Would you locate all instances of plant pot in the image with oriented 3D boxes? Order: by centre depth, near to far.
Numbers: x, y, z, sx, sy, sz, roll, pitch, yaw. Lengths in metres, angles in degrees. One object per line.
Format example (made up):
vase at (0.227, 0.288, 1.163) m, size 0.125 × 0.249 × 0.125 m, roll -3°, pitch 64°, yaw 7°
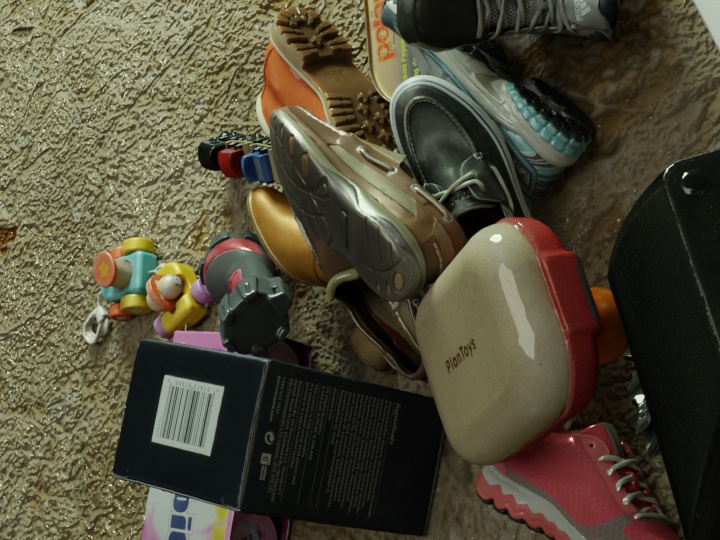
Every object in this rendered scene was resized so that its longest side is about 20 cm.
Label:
plant pot at (0.249, 0.021, 0.849) m, size 0.198 × 0.178 × 0.201 m, roll -16°, pitch 63°, yaw 7°

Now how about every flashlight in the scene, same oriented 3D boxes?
flashlight at (-0.097, 0.020, 1.251) m, size 0.200 × 0.067 × 0.068 m, roll -112°, pitch 25°, yaw -73°

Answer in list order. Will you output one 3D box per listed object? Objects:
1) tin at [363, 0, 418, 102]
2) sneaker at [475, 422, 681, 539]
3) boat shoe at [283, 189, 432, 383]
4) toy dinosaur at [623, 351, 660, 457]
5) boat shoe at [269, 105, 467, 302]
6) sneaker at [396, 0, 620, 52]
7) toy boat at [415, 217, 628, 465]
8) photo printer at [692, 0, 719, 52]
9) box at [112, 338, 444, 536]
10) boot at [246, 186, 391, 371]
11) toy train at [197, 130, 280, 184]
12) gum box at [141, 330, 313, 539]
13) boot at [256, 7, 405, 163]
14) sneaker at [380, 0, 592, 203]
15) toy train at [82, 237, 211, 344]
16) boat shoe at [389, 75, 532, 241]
tin at (0.054, -0.225, 1.266) m, size 0.111 × 0.042 × 0.202 m, roll -18°, pitch 66°, yaw 35°
sneaker at (0.160, 0.148, 1.024) m, size 0.199 × 0.073 × 0.088 m, roll 26°, pitch 94°, yaw 45°
boat shoe at (0.003, -0.004, 1.129) m, size 0.203 × 0.075 × 0.075 m, roll 49°, pitch 123°, yaw 17°
toy dinosaur at (0.247, 0.072, 0.972) m, size 0.135 × 0.102 × 0.201 m, roll -24°, pitch 42°, yaw 20°
boat shoe at (0.003, -0.054, 1.090) m, size 0.200 × 0.071 × 0.076 m, roll 49°, pitch 149°, yaw 35°
sneaker at (0.120, -0.194, 1.089) m, size 0.115 × 0.199 × 0.076 m, roll 12°, pitch 110°, yaw 36°
toy boat at (0.119, 0.045, 1.006) m, size 0.200 × 0.129 × 0.132 m, roll 127°, pitch 130°, yaw -63°
photo printer at (0.292, -0.212, 1.008) m, size 0.166 × 0.069 × 0.201 m, roll -38°, pitch 54°, yaw 30°
box at (-0.058, 0.126, 1.151) m, size 0.148 × 0.199 × 0.108 m, roll 5°, pitch 82°, yaw 45°
boot at (0.005, -0.035, 1.212) m, size 0.202 × 0.070 × 0.144 m, roll 50°, pitch 124°, yaw 21°
toy train at (-0.100, -0.098, 1.323) m, size 0.200 × 0.045 × 0.034 m, roll 17°, pitch 122°, yaw 66°
gum box at (-0.113, 0.155, 1.289) m, size 0.113 × 0.066 × 0.202 m, roll -2°, pitch 77°, yaw 45°
boot at (-0.024, -0.117, 1.296) m, size 0.201 × 0.074 × 0.108 m, roll 57°, pitch 137°, yaw 31°
sneaker at (0.077, -0.130, 1.161) m, size 0.200 × 0.077 × 0.087 m, roll 45°, pitch 118°, yaw 22°
toy train at (-0.209, 0.053, 1.421) m, size 0.200 × 0.055 × 0.151 m, roll 37°, pitch 103°, yaw 43°
boat shoe at (0.083, -0.050, 1.098) m, size 0.072 × 0.071 × 0.201 m, roll -32°, pitch 92°, yaw 20°
